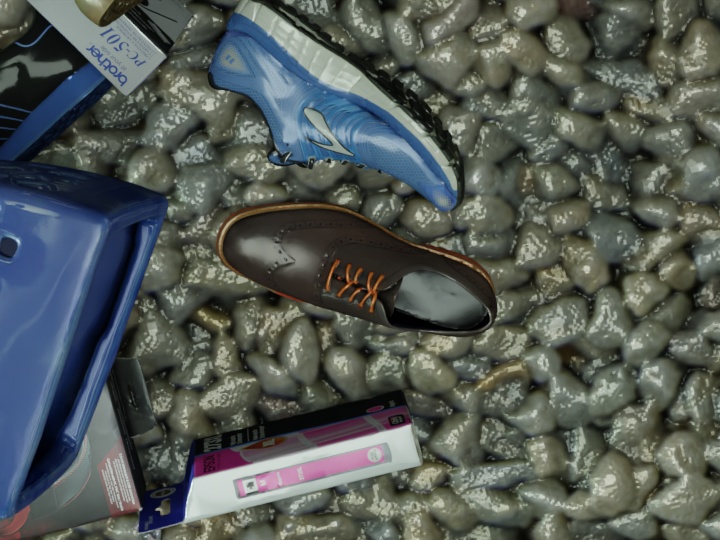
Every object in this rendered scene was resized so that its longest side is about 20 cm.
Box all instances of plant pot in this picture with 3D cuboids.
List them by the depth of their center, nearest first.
[{"bbox_3d":[-0.247,0.019,1.424,0.180,0.200,0.200,21,98,2],"label":"plant pot"}]

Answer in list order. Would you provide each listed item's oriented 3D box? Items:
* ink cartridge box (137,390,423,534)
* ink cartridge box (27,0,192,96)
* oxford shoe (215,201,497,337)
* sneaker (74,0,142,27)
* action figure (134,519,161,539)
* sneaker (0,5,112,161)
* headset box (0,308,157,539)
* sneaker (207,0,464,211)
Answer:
[{"bbox_3d":[-0.059,0.131,1.581,0.200,0.095,0.037,-16,102,-1],"label":"ink cartridge box"},{"bbox_3d":[-0.202,-0.210,1.495,0.200,0.094,0.044,44,111,-11],"label":"ink cartridge box"},{"bbox_3d":[0.000,0.000,1.569,0.200,0.073,0.071,12,101,-7],"label":"oxford shoe"},{"bbox_3d":[-0.153,-0.222,1.457,0.090,0.200,0.067,43,120,-3],"label":"sneaker"},{"bbox_3d":[-0.174,0.255,1.562,0.200,0.134,0.149,18,115,-2],"label":"action figure"},{"bbox_3d":[-0.257,-0.098,1.537,0.200,0.070,0.078,-40,88,4],"label":"sneaker"},{"bbox_3d":[-0.242,0.106,1.571,0.200,0.075,0.149,-14,102,-1],"label":"headset box"},{"bbox_3d":[-0.016,-0.099,1.554,0.200,0.079,0.089,36,104,-2],"label":"sneaker"}]
